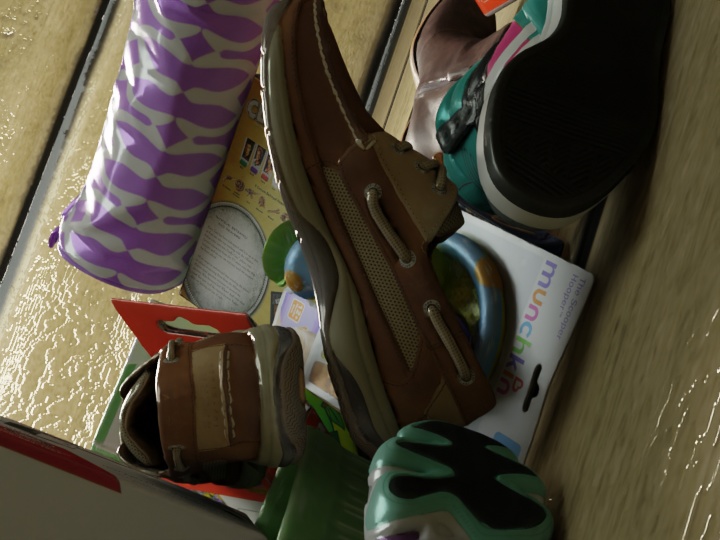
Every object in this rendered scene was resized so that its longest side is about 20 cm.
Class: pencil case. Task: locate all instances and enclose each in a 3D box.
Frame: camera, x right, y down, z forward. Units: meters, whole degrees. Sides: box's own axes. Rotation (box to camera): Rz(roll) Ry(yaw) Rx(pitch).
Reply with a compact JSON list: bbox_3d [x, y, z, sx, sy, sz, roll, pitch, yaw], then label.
[{"bbox_3d":[-0.107,-0.087,1.034,0.084,0.085,0.201,-75,4,-67],"label":"pencil case"}]

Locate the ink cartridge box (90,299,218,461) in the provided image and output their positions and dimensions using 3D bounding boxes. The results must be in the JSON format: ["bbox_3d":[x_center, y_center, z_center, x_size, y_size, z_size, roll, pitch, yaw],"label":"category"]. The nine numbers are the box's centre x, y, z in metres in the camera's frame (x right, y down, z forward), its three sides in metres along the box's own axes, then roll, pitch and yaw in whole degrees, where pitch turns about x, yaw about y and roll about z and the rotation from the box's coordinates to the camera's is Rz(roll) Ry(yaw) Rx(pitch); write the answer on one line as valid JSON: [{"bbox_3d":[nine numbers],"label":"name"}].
[{"bbox_3d":[-0.135,0.145,1.196,0.146,0.087,0.201,-75,4,-53],"label":"ink cartridge box"}]

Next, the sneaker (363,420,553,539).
[{"bbox_3d":[0.016,0.156,0.722,0.200,0.077,0.141,-77,9,-62],"label":"sneaker"}]

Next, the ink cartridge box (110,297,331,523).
[{"bbox_3d":[-0.061,0.105,1.000,0.108,0.201,0.050,5,47,42],"label":"ink cartridge box"}]

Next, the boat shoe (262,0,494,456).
[{"bbox_3d":[0.008,-0.022,0.815,0.076,0.071,0.201,-24,-82,-85],"label":"boat shoe"}]

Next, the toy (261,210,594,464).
[{"bbox_3d":[0.013,0.021,0.894,0.200,0.047,0.116,30,103,52],"label":"toy"}]

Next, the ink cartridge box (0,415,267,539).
[{"bbox_3d":[-0.126,0.127,0.864,0.200,0.146,0.083,145,147,-83],"label":"ink cartridge box"}]

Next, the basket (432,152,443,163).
[{"bbox_3d":[0.048,0.004,1.130,0.200,0.148,0.144,179,78,-85],"label":"basket"}]

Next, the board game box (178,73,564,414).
[{"bbox_3d":[0.000,0.000,0.988,0.034,0.200,0.136,-3,-59,-50],"label":"board game box"}]

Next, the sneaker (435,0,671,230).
[{"bbox_3d":[0.077,-0.060,0.867,0.121,0.083,0.200,-60,3,43],"label":"sneaker"}]

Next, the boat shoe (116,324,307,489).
[{"bbox_3d":[-0.076,0.061,0.856,0.200,0.071,0.076,134,130,-72],"label":"boat shoe"}]

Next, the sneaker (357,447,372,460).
[{"bbox_3d":[-0.004,0.139,1.233,0.070,0.108,0.202,129,130,-70],"label":"sneaker"}]

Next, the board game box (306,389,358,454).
[{"bbox_3d":[-0.046,0.028,1.118,0.102,0.047,0.202,105,152,-81],"label":"board game box"}]

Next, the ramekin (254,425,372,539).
[{"bbox_3d":[-0.014,0.180,0.863,0.200,0.097,0.201,-160,90,-86],"label":"ramekin"}]

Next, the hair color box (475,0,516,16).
[{"bbox_3d":[0.103,-0.192,1.008,0.101,0.061,0.200,-33,5,-1],"label":"hair color box"}]

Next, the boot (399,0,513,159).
[{"bbox_3d":[0.090,-0.155,1.441,0.166,0.072,0.201,-34,34,63],"label":"boot"}]
